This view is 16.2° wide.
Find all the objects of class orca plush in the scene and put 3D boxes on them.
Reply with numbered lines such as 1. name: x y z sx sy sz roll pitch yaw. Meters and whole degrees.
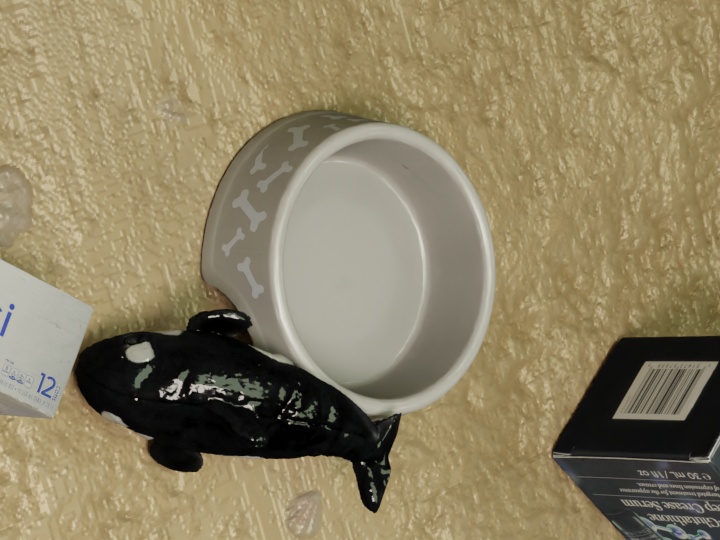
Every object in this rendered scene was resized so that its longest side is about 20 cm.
1. orca plush: -0.065 0.094 1.443 0.199 0.071 0.105 32 106 -25

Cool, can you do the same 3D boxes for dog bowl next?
1. dog bowl: 0.000 0.000 1.537 0.199 0.058 0.202 3 85 -39

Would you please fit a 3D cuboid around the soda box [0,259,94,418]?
1. soda box: -0.243 0.010 1.339 0.199 0.063 0.069 29 72 -33

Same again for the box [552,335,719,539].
1. box: 0.253 0.146 1.672 0.200 0.148 0.107 47 62 -26
